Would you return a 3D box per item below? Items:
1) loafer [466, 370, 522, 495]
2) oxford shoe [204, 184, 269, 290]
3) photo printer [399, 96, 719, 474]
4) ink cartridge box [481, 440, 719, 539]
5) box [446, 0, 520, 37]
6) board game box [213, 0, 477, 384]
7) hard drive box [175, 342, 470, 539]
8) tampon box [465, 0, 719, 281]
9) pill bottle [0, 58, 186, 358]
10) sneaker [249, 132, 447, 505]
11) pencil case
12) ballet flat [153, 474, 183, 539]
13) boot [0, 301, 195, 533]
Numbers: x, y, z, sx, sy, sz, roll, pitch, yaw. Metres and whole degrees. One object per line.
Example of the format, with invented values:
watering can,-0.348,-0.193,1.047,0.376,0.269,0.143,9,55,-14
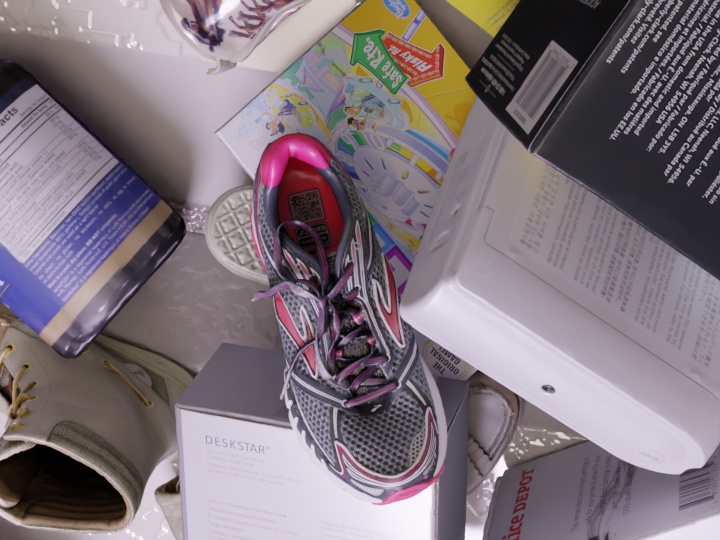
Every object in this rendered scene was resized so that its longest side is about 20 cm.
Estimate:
loafer,0.022,0.140,1.046,0.072,0.063,0.200,46,114,-6
oxford shoe,0.000,0.000,1.004,0.198,0.058,0.076,20,84,-10
photo printer,0.131,0.003,0.903,0.199,0.168,0.069,32,149,-18
ink cartridge box,0.177,0.152,0.971,0.198,0.145,0.084,-22,106,20
box,0.084,-0.183,0.864,0.117,0.049,0.199,-41,136,22
board game box,0.031,-0.046,0.958,0.134,0.034,0.200,-41,99,-3
hard drive box,-0.020,0.157,0.974,0.154,0.077,0.202,9,118,16
tampon box,0.175,-0.073,0.801,0.199,0.150,0.127,33,101,-16
pill bottle,-0.208,-0.053,0.997,0.200,0.112,0.112,43,114,-6
sneaker,-0.015,0.026,0.872,0.080,0.075,0.202,-21,76,-5
pencil case,-0.022,-0.191,0.917,0.199,0.078,0.090,-32,76,21
ballet flat,-0.056,0.111,1.054,0.199,0.067,0.063,-38,90,22
boot,-0.207,0.084,1.026,0.198,0.155,0.073,20,114,4
